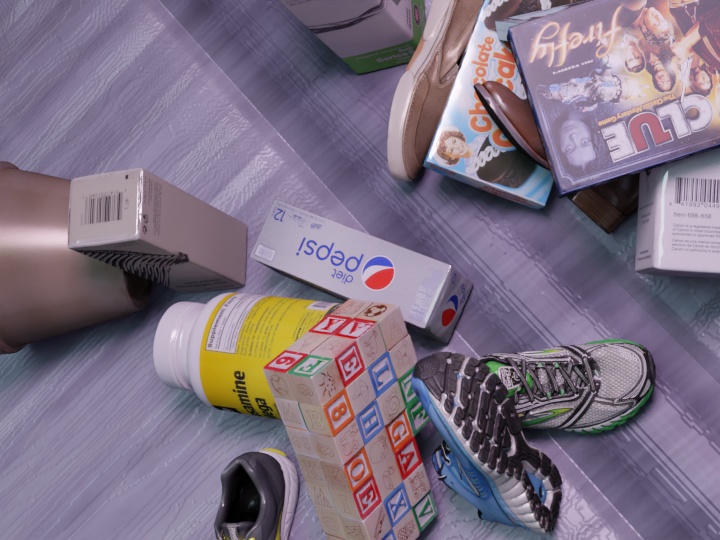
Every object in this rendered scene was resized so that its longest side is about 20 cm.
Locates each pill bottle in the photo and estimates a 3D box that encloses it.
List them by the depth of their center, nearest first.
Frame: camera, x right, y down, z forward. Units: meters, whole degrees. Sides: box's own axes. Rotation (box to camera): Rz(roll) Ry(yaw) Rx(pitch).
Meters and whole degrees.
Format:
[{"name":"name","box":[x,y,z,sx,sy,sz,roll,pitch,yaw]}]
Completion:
[{"name":"pill bottle","box":[-0.088,0.080,1.145,0.199,0.112,0.113,5,79,26]}]

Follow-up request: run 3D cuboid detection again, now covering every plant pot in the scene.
[{"name":"plant pot","box":[-0.307,-0.014,1.242,0.173,0.200,0.201,-1,76,6]}]

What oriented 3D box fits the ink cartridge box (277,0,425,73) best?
[{"name":"ink cartridge box","box":[-0.011,-0.295,1.158,0.084,0.200,0.146,-9,73,22]}]

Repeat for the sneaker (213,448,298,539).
[{"name":"sneaker","box":[-0.104,0.261,1.122,0.074,0.085,0.201,-9,73,23]}]

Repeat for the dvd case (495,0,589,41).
[{"name":"dvd case","box":[0.225,-0.221,1.036,0.199,0.146,0.022,-13,104,-1]}]

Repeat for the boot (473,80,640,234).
[{"name":"boot","box":[0.223,-0.161,1.058,0.186,0.064,0.200,42,98,-14]}]

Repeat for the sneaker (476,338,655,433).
[{"name":"sneaker","box":[0.153,0.103,1.047,0.199,0.085,0.078,-15,71,19]}]

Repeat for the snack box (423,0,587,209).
[{"name":"snack box","box":[0.145,-0.169,1.120,0.116,0.037,0.201,20,85,-1]}]

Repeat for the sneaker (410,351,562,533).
[{"name":"sneaker","box":[0.088,0.151,1.016,0.090,0.200,0.078,-11,36,34]}]

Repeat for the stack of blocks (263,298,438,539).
[{"name":"stack of blocks","box":[0.004,0.140,1.047,0.058,0.115,0.201,6,122,43]}]

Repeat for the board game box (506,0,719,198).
[{"name":"board game box","box":[0.227,-0.150,0.935,0.199,0.035,0.136,-18,86,4]}]

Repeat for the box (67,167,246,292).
[{"name":"box","box":[-0.189,-0.034,1.170,0.082,0.200,0.069,-6,74,23]}]

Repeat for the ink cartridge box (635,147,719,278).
[{"name":"ink cartridge box","box":[0.304,-0.094,0.988,0.144,0.084,0.201,4,88,1]}]

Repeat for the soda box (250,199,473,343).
[{"name":"soda box","box":[0.000,0.000,1.151,0.200,0.068,0.064,22,85,27]}]

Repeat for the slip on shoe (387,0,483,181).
[{"name":"slip on shoe","box":[0.081,-0.177,1.162,0.060,0.076,0.201,15,76,22]}]
